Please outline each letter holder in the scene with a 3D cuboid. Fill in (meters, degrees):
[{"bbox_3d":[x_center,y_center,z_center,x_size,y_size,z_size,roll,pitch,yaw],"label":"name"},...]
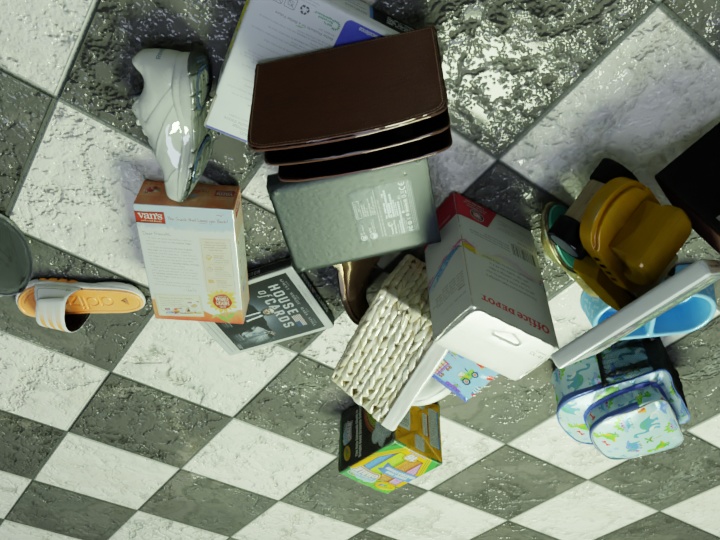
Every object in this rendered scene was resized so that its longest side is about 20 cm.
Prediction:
[{"bbox_3d":[-0.006,-0.148,0.725,0.194,0.145,0.102,-10,138,8],"label":"letter holder"},{"bbox_3d":[0.458,-0.049,0.814,0.100,0.202,0.142,-39,128,13],"label":"letter holder"}]

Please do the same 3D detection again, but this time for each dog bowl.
[{"bbox_3d":[0.433,0.053,1.058,0.194,0.050,0.113,-6,137,8],"label":"dog bowl"}]

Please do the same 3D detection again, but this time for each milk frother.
[{"bbox_3d":[-0.579,0.011,0.927,0.184,0.203,0.182,-17,131,18],"label":"milk frother"}]

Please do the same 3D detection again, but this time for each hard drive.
[{"bbox_3d":[-0.005,-0.075,0.878,0.194,0.033,0.142,-12,131,5],"label":"hard drive"}]

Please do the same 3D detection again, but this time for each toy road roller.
[{"bbox_3d":[0.340,-0.028,0.869,0.199,0.146,0.124,39,91,-31],"label":"toy road roller"}]

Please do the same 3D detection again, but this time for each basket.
[{"bbox_3d":[0.060,0.096,0.999,0.122,0.136,0.202,34,123,7],"label":"basket"}]

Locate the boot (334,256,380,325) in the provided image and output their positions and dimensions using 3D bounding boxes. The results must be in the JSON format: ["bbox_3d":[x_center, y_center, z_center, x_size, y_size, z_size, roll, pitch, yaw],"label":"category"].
[{"bbox_3d":[0.000,0.000,1.002,0.073,0.075,0.203,-13,134,1],"label":"boot"}]

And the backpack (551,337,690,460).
[{"bbox_3d":[0.420,0.215,1.159,0.196,0.150,0.184,-21,131,26],"label":"backpack"}]

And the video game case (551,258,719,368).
[{"bbox_3d":[0.340,0.051,0.855,0.199,0.024,0.180,-40,160,27],"label":"video game case"}]

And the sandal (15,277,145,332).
[{"bbox_3d":[-0.432,0.057,1.073,0.200,0.060,0.080,-3,137,4],"label":"sandal"}]

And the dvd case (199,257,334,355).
[{"bbox_3d":[-0.157,0.061,1.098,0.195,0.025,0.151,-16,134,19],"label":"dvd case"}]

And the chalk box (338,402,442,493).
[{"bbox_3d":[0.039,0.315,1.291,0.122,0.127,0.199,30,131,-27],"label":"chalk box"}]

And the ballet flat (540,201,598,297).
[{"bbox_3d":[0.293,-0.022,0.978,0.198,0.072,0.070,35,128,-29],"label":"ballet flat"}]

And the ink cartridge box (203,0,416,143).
[{"bbox_3d":[-0.054,-0.214,0.791,0.193,0.048,0.201,18,136,-21],"label":"ink cartridge box"}]

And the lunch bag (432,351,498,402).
[{"bbox_3d":[0.133,0.083,1.086,0.197,0.095,0.151,32,129,-11],"label":"lunch bag"}]

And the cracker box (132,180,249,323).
[{"bbox_3d":[-0.226,-0.021,0.971,0.130,0.059,0.204,4,131,0],"label":"cracker box"}]

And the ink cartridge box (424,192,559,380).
[{"bbox_3d":[0.162,0.017,0.914,0.145,0.204,0.086,25,133,-23],"label":"ink cartridge box"}]

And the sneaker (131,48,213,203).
[{"bbox_3d":[-0.221,-0.172,0.832,0.085,0.075,0.204,15,130,3],"label":"sneaker"}]

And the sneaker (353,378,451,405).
[{"bbox_3d":[0.067,0.174,1.185,0.194,0.076,0.090,-11,124,15],"label":"sneaker"}]
